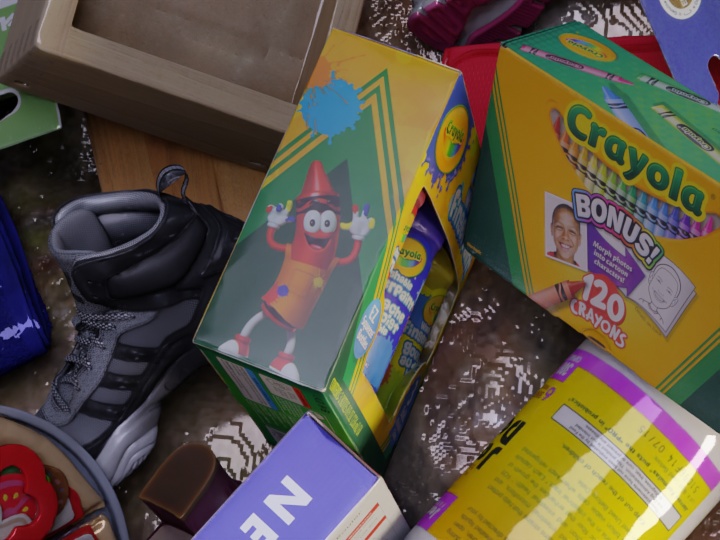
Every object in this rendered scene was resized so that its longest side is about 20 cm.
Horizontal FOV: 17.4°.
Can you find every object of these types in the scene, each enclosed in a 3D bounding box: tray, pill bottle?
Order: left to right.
[{"bbox_3d":[-0.102,-0.087,1.298,0.098,0.037,0.202,-16,70,3],"label":"tray"},{"bbox_3d":[0.089,0.135,1.164,0.104,0.104,0.200,41,82,18],"label":"pill bottle"}]

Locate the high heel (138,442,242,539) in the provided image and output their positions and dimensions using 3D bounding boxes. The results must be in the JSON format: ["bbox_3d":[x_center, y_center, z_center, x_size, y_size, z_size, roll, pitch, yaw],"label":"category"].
[{"bbox_3d":[-0.116,0.186,1.171,0.067,0.096,0.200,32,73,38],"label":"high heel"}]

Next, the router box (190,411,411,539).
[{"bbox_3d":[-0.061,0.175,1.133,0.049,0.180,0.200,40,81,17],"label":"router box"}]

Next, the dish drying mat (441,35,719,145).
[{"bbox_3d":[0.121,-0.085,1.224,0.199,0.018,0.078,1,81,37],"label":"dish drying mat"}]

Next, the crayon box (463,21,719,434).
[{"bbox_3d":[0.142,-0.020,1.123,0.058,0.120,0.200,-19,42,-37],"label":"crayon box"}]

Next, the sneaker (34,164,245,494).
[{"bbox_3d":[-0.135,0.031,1.207,0.200,0.114,0.076,-43,35,6],"label":"sneaker"}]

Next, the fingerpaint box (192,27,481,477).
[{"bbox_3d":[0.000,0.000,1.169,0.073,0.200,0.168,20,76,14],"label":"fingerpaint box"}]

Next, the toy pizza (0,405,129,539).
[{"bbox_3d":[-0.202,0.165,1.166,0.201,0.200,0.032,-51,31,-9],"label":"toy pizza"}]

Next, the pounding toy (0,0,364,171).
[{"bbox_3d":[-0.073,-0.168,1.234,0.183,0.142,0.202,18,78,-18],"label":"pounding toy"}]

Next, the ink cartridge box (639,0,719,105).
[{"bbox_3d":[0.243,-0.116,1.168,0.199,0.040,0.201,-33,103,-29],"label":"ink cartridge box"}]

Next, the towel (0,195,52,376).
[{"bbox_3d":[-0.276,0.025,1.285,0.199,0.050,0.149,-25,64,0],"label":"towel"}]

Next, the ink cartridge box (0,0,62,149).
[{"bbox_3d":[-0.211,-0.145,1.291,0.103,0.059,0.202,-16,70,13],"label":"ink cartridge box"}]

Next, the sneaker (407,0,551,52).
[{"bbox_3d":[0.107,-0.196,1.259,0.199,0.081,0.089,-21,62,23],"label":"sneaker"}]
